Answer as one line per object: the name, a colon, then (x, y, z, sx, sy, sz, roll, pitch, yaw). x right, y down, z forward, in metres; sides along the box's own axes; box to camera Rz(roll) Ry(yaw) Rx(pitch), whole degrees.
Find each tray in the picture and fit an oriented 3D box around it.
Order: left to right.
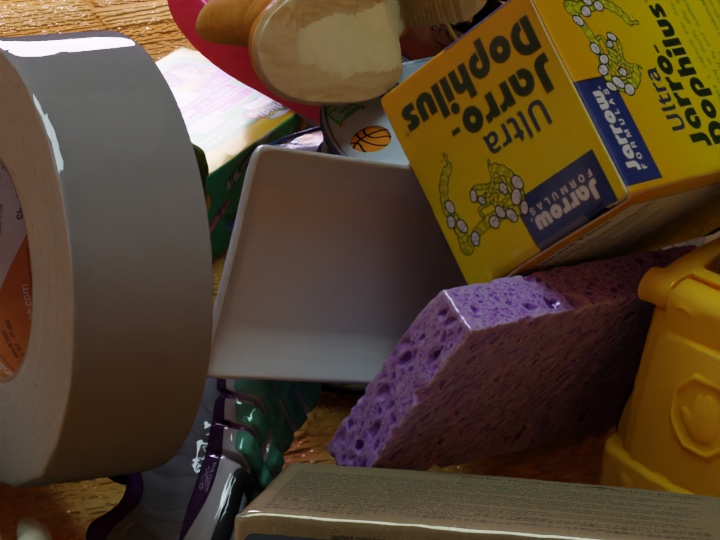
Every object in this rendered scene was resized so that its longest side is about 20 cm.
tray: (0.000, 0.000, 1.157, 0.022, 0.108, 0.200, 19, 9, 40)

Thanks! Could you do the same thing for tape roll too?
tape roll: (-0.136, -0.006, 1.096, 0.066, 0.201, 0.200, -5, 27, -28)

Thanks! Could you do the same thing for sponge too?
sponge: (0.082, 0.044, 1.168, 0.200, 0.112, 0.030, -8, 51, -47)

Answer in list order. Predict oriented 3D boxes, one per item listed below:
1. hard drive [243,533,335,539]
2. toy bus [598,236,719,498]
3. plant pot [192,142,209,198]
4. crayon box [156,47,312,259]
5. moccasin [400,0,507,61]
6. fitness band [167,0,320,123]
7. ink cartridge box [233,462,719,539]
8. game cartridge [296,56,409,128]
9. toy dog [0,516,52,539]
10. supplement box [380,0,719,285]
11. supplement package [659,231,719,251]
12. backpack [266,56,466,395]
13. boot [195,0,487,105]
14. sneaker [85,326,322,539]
hard drive: (0.049, 0.178, 0.928, 0.199, 0.140, 0.033, 4, 4, 6)
toy bus: (0.221, 0.024, 1.174, 0.136, 0.192, 0.200, 24, 34, 39)
plant pot: (-0.189, -0.035, 1.304, 0.190, 0.200, 0.200, 20, 30, 7)
crayon box: (-0.109, -0.066, 1.472, 0.119, 0.058, 0.200, 15, 30, 24)
moccasin: (0.061, -0.146, 1.418, 0.201, 0.078, 0.074, 43, 41, 15)
fitness band: (-0.018, -0.143, 1.451, 0.200, 0.037, 0.144, 26, 37, -4)
ink cartridge box: (0.054, 0.131, 1.024, 0.199, 0.075, 0.165, 3, 2, 6)
game cartridge: (0.030, -0.103, 1.496, 0.200, 0.042, 0.133, 38, 42, 11)
toy dog: (-0.251, 0.092, 1.082, 0.194, 0.140, 0.200, -14, 30, -31)
supplement box: (0.128, -0.073, 1.181, 0.200, 0.109, 0.110, -14, 74, -47)
supplement package: (0.215, -0.097, 1.391, 0.114, 0.200, 0.110, -13, 31, -24)
backpack: (0.035, -0.020, 1.306, 0.190, 0.154, 0.200, -18, 34, -13)
boot: (-0.037, -0.130, 1.306, 0.144, 0.071, 0.201, 0, 19, 38)
sneaker: (-0.076, 0.065, 1.166, 0.087, 0.075, 0.200, 1, 46, 20)
